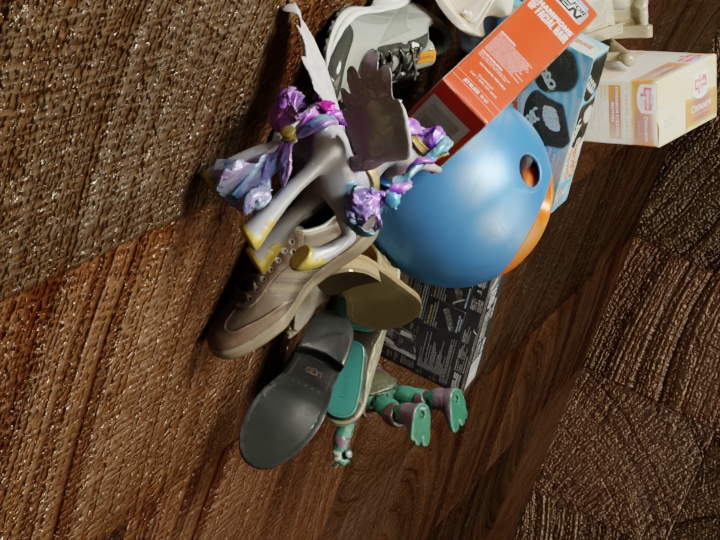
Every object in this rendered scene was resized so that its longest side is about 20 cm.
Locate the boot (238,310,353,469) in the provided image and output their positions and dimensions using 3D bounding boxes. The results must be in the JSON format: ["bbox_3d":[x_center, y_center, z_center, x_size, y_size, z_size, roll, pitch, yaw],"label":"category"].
[{"bbox_3d":[-0.071,0.145,1.760,0.201,0.069,0.174,-57,178,-29],"label":"boot"}]

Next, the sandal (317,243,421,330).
[{"bbox_3d":[0.005,-0.002,1.696,0.212,0.077,0.070,39,37,-66],"label":"sandal"}]

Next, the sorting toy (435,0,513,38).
[{"bbox_3d":[0.142,-0.319,1.638,0.201,0.107,0.180,-58,157,8],"label":"sorting toy"}]

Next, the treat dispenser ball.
[{"bbox_3d":[0.096,-0.084,1.741,0.201,0.200,0.201,-56,162,-28],"label":"treat dispenser ball"}]

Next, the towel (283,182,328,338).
[{"bbox_3d":[-0.040,-0.039,1.679,0.133,0.034,0.201,-50,158,-46],"label":"towel"}]

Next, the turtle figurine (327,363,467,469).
[{"bbox_3d":[0.014,0.158,1.942,0.150,0.199,0.101,-40,119,-39],"label":"turtle figurine"}]

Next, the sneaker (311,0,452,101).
[{"bbox_3d":[0.020,-0.199,1.543,0.200,0.079,0.074,-42,155,-51],"label":"sneaker"}]

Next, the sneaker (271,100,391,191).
[{"bbox_3d":[0.007,-0.119,1.561,0.200,0.111,0.073,-42,154,-54],"label":"sneaker"}]

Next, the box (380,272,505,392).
[{"bbox_3d":[0.073,0.025,1.912,0.050,0.157,0.201,-46,155,-46],"label":"box"}]

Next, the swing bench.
[{"bbox_3d":[0.243,-0.333,1.853,0.200,0.129,0.201,-50,137,-68],"label":"swing bench"}]

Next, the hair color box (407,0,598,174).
[{"bbox_3d":[0.128,-0.188,1.622,0.200,0.064,0.111,-46,-177,-34],"label":"hair color box"}]

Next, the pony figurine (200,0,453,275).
[{"bbox_3d":[-0.026,-0.100,1.403,0.199,0.167,0.194,-35,135,-7],"label":"pony figurine"}]

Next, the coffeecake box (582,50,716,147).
[{"bbox_3d":[0.265,-0.191,1.855,0.153,0.199,0.074,-26,117,-51],"label":"coffeecake box"}]

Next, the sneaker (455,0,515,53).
[{"bbox_3d":[0.119,-0.311,1.742,0.087,0.074,0.201,-31,139,-43],"label":"sneaker"}]

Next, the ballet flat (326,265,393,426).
[{"bbox_3d":[-0.003,0.072,1.884,0.062,0.067,0.202,40,67,-80],"label":"ballet flat"}]

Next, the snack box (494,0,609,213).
[{"bbox_3d":[0.181,-0.170,1.787,0.037,0.116,0.201,-38,150,-42],"label":"snack box"}]

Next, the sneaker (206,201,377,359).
[{"bbox_3d":[-0.074,-0.008,1.557,0.200,0.070,0.076,-43,124,-14],"label":"sneaker"}]
